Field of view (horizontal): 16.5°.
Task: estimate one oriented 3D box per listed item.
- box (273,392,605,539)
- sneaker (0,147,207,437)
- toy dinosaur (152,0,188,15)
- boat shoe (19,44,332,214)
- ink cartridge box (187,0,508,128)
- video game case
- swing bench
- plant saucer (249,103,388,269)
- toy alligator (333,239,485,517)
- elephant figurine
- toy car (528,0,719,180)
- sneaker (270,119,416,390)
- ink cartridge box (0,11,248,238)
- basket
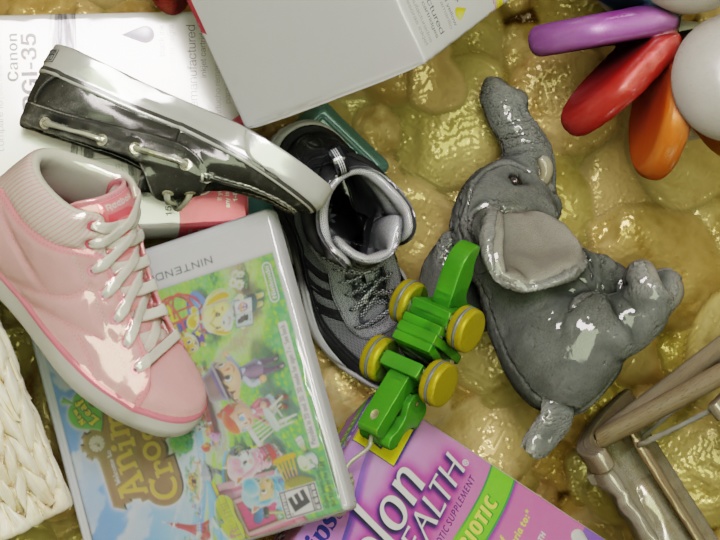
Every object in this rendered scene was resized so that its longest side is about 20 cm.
[{"bbox_3d":[0.040,0.213,1.641,0.200,0.097,0.176,34,59,-4],"label":"box"},{"bbox_3d":[-0.155,0.008,1.535,0.200,0.075,0.105,46,124,0],"label":"sneaker"},{"bbox_3d":[-0.102,-0.257,1.618,0.200,0.105,0.182,-9,77,-11],"label":"toy dinosaur"},{"bbox_3d":[-0.117,-0.073,1.570,0.200,0.071,0.064,24,83,1],"label":"boat shoe"},{"bbox_3d":[-0.002,-0.204,1.583,0.145,0.200,0.145,-19,103,33],"label":"ink cartridge box"},{"bbox_3d":[-0.113,0.082,1.597,0.182,0.022,0.200,-18,81,15],"label":"video game case"},{"bbox_3d":[0.275,0.151,1.708,0.200,0.130,0.199,-32,97,-2],"label":"swing bench"},{"bbox_3d":[-0.070,-0.024,1.697,0.070,0.019,0.200,44,83,-8],"label":"plant saucer"},{"bbox_3d":[0.032,0.075,1.613,0.059,0.054,0.200,23,81,30],"label":"toy alligator"},{"bbox_3d":[0.107,-0.007,1.681,0.200,0.155,0.142,43,112,-1],"label":"elephant figurine"},{"bbox_3d":[0.188,-0.157,1.659,0.150,0.175,0.200,-20,95,-7],"label":"toy car"},{"bbox_3d":[0.000,0.000,1.648,0.075,0.114,0.200,-26,108,-13],"label":"sneaker"},{"bbox_3d":[-0.178,-0.093,1.635,0.200,0.083,0.147,-2,88,-8],"label":"ink cartridge box"},{"bbox_3d":[-0.278,0.088,1.604,0.123,0.136,0.200,-23,95,-11],"label":"basket"}]
